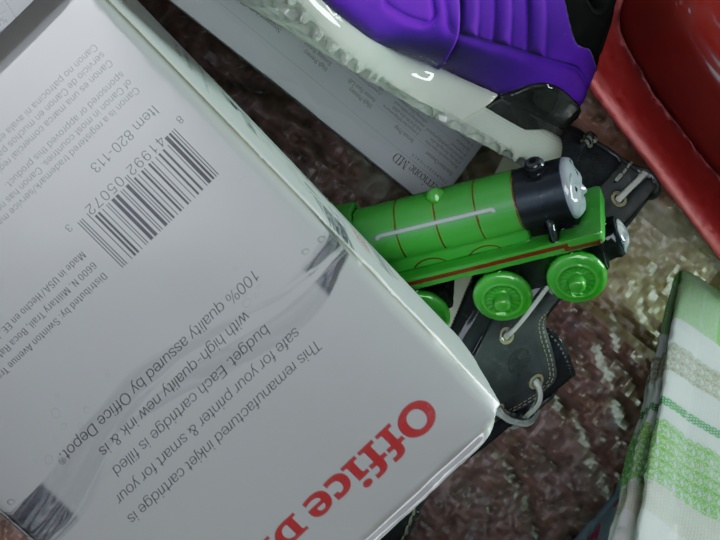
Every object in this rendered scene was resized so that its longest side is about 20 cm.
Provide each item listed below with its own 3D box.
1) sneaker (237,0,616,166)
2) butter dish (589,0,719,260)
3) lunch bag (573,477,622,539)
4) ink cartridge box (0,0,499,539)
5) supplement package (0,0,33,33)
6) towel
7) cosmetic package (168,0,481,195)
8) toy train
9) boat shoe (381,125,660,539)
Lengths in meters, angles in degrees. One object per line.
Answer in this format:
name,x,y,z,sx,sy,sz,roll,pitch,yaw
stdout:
sneaker,0.024,-0.112,0.699,0.200,0.069,0.100,26,97,-49
butter dish,0.202,-0.093,0.760,0.200,0.148,0.200,-39,96,0
lunch bag,0.153,0.198,0.760,0.199,0.170,0.127,27,133,-3
ink cartridge box,-0.073,0.018,0.678,0.146,0.083,0.200,-42,107,5
supplement package,-0.143,-0.087,0.761,0.109,0.114,0.201,-31,96,1
towel,0.164,0.096,0.761,0.149,0.200,0.031,33,125,-6
cosmetic package,-0.019,-0.109,0.746,0.200,0.051,0.083,37,90,-42
toy train,0.000,0.000,0.749,0.198,0.042,0.057,-15,125,16
boat shoe,0.051,0.037,0.801,0.067,0.072,0.201,27,91,0
